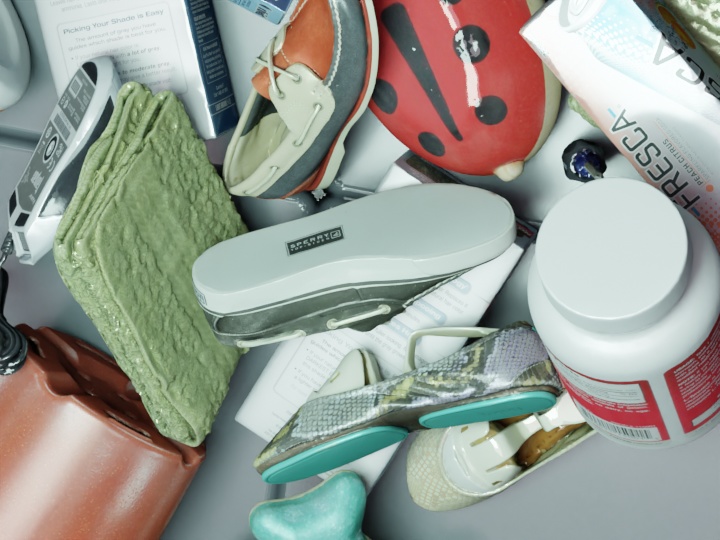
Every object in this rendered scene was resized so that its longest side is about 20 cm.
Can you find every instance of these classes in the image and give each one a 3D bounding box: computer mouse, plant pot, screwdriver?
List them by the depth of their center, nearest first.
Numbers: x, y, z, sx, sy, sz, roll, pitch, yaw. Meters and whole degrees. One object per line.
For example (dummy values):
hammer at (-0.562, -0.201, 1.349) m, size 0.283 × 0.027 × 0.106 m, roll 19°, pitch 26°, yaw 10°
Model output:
screwdriver at (0.134, -0.057, 1.649) m, size 0.028 × 0.200 × 0.029 m, roll 17°, pitch 100°, yaw 0°
computer mouse at (-0.188, -0.037, 1.730) m, size 0.044 × 0.110 × 0.200 m, roll 25°, pitch 102°, yaw -23°
plant pot at (-0.211, 0.153, 1.786) m, size 0.201 × 0.201 × 0.195 m, roll 35°, pitch 99°, yaw 4°

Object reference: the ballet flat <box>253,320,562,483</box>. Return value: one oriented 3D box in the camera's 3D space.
ballet flat at (0.025, 0.075, 1.717) m, size 0.200 × 0.072 × 0.072 m, roll -17°, pitch 97°, yaw 15°

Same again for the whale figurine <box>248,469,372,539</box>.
whale figurine at (-0.004, 0.226, 1.761) m, size 0.159 × 0.104 × 0.200 m, roll -20°, pitch 118°, yaw -5°

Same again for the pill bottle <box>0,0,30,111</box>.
pill bottle at (-0.321, -0.121, 1.787) m, size 0.200 × 0.113 × 0.113 m, roll -23°, pitch 95°, yaw 16°

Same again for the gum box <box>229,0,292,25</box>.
gum box at (-0.098, -0.270, 1.690) m, size 0.200 × 0.045 × 0.170 m, roll 27°, pitch 82°, yaw -5°

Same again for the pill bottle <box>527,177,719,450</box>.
pill bottle at (0.158, 0.023, 1.612) m, size 0.112 × 0.200 × 0.112 m, roll -5°, pitch 68°, yaw 12°

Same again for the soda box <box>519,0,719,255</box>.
soda box at (0.185, -0.091, 1.648) m, size 0.068 × 0.064 × 0.200 m, roll -40°, pitch 93°, yaw 21°

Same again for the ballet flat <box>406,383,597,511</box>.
ballet flat at (0.105, 0.093, 1.758) m, size 0.200 × 0.062 × 0.067 m, roll -34°, pitch 92°, yaw 18°

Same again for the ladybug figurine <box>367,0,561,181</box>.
ladybug figurine at (0.045, -0.143, 1.708) m, size 0.136 × 0.072 × 0.200 m, roll -32°, pitch 88°, yaw 28°

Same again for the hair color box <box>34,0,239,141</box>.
hair color box at (-0.150, -0.175, 1.763) m, size 0.100 × 0.061 × 0.200 m, roll -10°, pitch 99°, yaw 15°

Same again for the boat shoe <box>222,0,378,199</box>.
boat shoe at (-0.037, -0.111, 1.697) m, size 0.062 × 0.200 × 0.071 m, roll -8°, pitch 59°, yaw -20°

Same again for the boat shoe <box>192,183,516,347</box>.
boat shoe at (0.000, 0.000, 1.704) m, size 0.200 × 0.071 × 0.064 m, roll -12°, pitch 131°, yaw 7°

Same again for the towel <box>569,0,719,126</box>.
towel at (0.239, -0.112, 1.690) m, size 0.200 × 0.036 × 0.149 m, roll 27°, pitch 108°, yaw 6°

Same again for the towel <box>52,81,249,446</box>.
towel at (-0.120, -0.003, 1.715) m, size 0.036 × 0.148 × 0.200 m, roll 1°, pitch 139°, yaw 31°

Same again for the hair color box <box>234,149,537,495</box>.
hair color box at (0.016, 0.035, 1.768) m, size 0.099 × 0.061 × 0.200 m, roll 33°, pitch 107°, yaw 4°
